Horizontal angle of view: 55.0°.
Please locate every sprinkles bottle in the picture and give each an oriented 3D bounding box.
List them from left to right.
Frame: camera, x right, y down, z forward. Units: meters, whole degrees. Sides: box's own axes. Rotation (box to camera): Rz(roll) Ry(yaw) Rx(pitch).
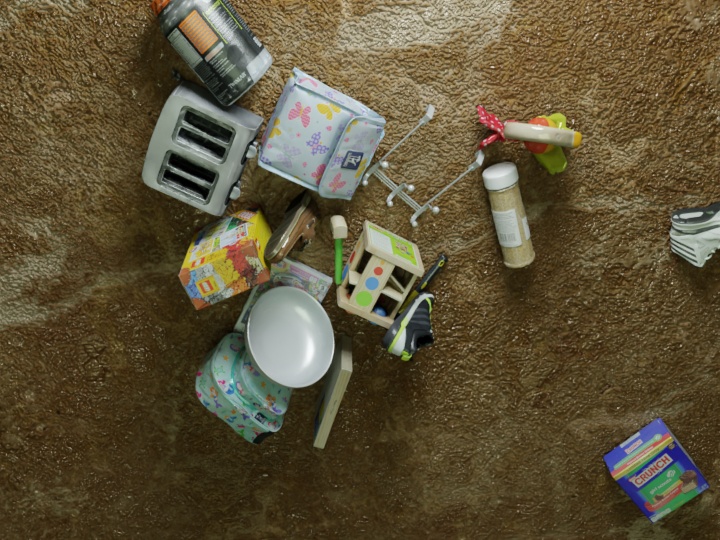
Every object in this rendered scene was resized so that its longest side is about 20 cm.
[{"bbox_3d":[0.294,-0.108,1.366,0.066,0.069,0.205,-17,115,4],"label":"sprinkles bottle"}]

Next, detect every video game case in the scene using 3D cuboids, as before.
[{"bbox_3d":[-0.163,0.073,1.444,0.140,0.018,0.203,25,111,-15],"label":"video game case"}]

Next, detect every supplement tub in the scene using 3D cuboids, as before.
[{"bbox_3d":[-0.252,-0.394,1.168,0.121,0.123,0.201,-36,112,13],"label":"supplement tub"}]

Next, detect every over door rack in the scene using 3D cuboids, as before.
[{"bbox_3d":[0.114,-0.186,1.298,0.146,0.067,0.200,36,122,-19],"label":"over door rack"}]

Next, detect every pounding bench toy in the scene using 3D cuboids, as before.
[{"bbox_3d":[0.000,0.000,1.364,0.196,0.125,0.159,24,112,-14],"label":"pounding bench toy"}]

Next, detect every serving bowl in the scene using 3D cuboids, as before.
[{"bbox_3d":[-0.150,0.139,1.382,0.198,0.203,0.065,37,143,-19],"label":"serving bowl"}]

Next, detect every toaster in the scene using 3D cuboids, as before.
[{"bbox_3d":[-0.289,-0.225,1.245,0.196,0.119,0.184,24,111,-14],"label":"toaster"}]

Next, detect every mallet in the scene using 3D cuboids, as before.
[{"bbox_3d":[0.121,0.056,1.449,0.066,0.041,0.200,41,102,-21],"label":"mallet"}]

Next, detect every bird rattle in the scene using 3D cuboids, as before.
[{"bbox_3d":[0.311,-0.254,1.258,0.195,0.163,0.116,14,96,-20],"label":"bird rattle"}]

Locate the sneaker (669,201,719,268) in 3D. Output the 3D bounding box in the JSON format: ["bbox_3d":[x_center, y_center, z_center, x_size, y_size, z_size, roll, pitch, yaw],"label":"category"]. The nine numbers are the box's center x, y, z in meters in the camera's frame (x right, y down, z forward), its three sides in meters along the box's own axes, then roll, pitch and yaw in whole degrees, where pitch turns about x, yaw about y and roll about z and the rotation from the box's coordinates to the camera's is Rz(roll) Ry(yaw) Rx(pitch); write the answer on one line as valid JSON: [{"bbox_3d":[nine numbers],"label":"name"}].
[{"bbox_3d":[0.732,-0.071,1.419,0.194,0.077,0.118,-4,124,7],"label":"sneaker"}]

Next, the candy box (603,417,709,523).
[{"bbox_3d":[0.708,0.481,1.657,0.168,0.077,0.200,-39,110,14],"label":"candy box"}]

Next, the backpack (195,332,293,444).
[{"bbox_3d":[-0.231,0.229,1.417,0.198,0.180,0.150,36,128,-14],"label":"backpack"}]

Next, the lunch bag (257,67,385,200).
[{"bbox_3d":[-0.066,-0.237,1.253,0.196,0.128,0.172,23,114,-21],"label":"lunch bag"}]

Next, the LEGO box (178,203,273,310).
[{"bbox_3d":[-0.244,-0.031,1.292,0.145,0.201,0.079,-22,116,6],"label":"LEGO box"}]

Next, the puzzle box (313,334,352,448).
[{"bbox_3d":[-0.060,0.257,1.473,0.025,0.134,0.205,16,114,-10],"label":"puzzle box"}]

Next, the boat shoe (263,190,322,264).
[{"bbox_3d":[-0.115,-0.071,1.284,0.071,0.202,0.068,-28,114,35],"label":"boat shoe"}]

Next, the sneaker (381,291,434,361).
[{"bbox_3d":[0.111,0.118,1.356,0.082,0.200,0.073,34,128,11],"label":"sneaker"}]
